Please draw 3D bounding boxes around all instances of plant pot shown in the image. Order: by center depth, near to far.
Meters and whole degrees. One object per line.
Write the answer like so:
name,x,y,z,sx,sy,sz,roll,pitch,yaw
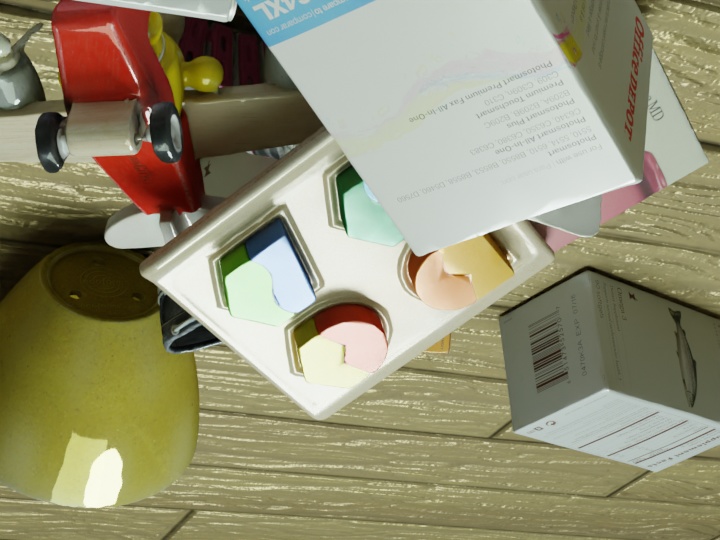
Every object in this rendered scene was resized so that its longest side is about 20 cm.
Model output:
plant pot,-0.211,0.064,1.165,0.198,0.201,0.143,6,125,-20

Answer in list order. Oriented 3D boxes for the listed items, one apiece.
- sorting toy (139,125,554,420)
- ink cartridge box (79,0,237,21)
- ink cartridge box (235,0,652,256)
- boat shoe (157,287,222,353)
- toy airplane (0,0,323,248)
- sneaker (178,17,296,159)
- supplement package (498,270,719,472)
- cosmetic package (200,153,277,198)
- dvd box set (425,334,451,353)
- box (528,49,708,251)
sorting toy,0.000,0.000,0.857,0.184,0.037,0.200,-35,135,12
ink cartridge box,-0.163,-0.185,0.712,0.198,0.147,0.084,5,109,-20
ink cartridge box,0.051,-0.114,0.705,0.124,0.129,0.201,-18,124,29
boat shoe,-0.053,0.016,1.046,0.198,0.068,0.072,-12,152,14
toy airplane,-0.116,-0.092,0.838,0.199,0.143,0.199,13,156,-34
sneaker,-0.092,-0.106,0.963,0.199,0.074,0.087,21,142,-32
supplement package,0.240,0.096,1.349,0.199,0.118,0.117,18,144,-37
cosmetic package,-0.014,-0.041,1.098,0.199,0.072,0.101,22,142,-40
dvd box set,-0.040,0.043,1.219,0.198,0.030,0.146,3,-177,-17
box,0.092,-0.086,0.916,0.199,0.109,0.128,-31,134,11
